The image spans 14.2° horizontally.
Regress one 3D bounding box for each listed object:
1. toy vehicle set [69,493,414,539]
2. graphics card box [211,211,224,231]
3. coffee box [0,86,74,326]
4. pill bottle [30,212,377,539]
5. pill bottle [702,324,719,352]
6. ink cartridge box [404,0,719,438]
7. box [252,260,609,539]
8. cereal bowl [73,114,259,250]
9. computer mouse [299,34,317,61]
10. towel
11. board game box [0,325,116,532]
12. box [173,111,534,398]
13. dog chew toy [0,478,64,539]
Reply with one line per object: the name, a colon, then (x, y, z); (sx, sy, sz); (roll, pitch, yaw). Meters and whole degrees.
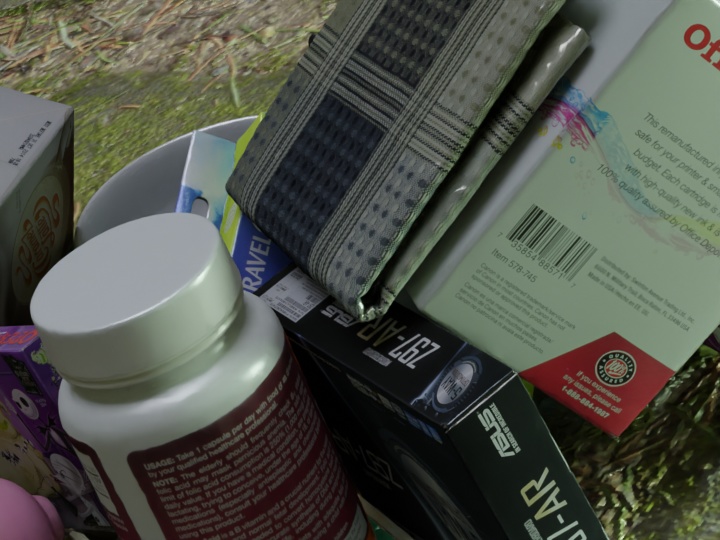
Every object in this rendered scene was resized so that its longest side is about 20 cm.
toy vehicle set: (-0.056, 0.150, 1.479); (0.124, 0.027, 0.200); (-32, 29, -16)
graphics card box: (-0.041, 0.023, 1.531); (0.200, 0.126, 0.051); (-34, -7, -29)
coffee box: (-0.220, 0.006, 1.652); (0.080, 0.200, 0.114); (16, 39, 14)
pill bottle: (-0.075, 0.080, 1.370); (0.114, 0.200, 0.114); (-17, 29, 10)
pill bottle: (0.192, -0.017, 1.490); (0.112, 0.112, 0.200); (-33, 29, -18)
ink cartridge box: (0.116, -0.057, 1.387); (0.200, 0.145, 0.145); (-49, 32, 11)
box: (0.039, 0.087, 1.372); (0.044, 0.160, 0.200); (-38, 32, -14)
cereal bowl: (-0.062, -0.006, 1.677); (0.200, 0.083, 0.200); (-10, 35, 7)
computer mouse: (0.045, -0.060, 1.615); (0.044, 0.200, 0.110); (-53, 16, -4)
towel: (0.024, -0.087, 1.379); (0.200, 0.035, 0.193); (-57, 28, 4)
board game box: (-0.189, 0.085, 1.549); (0.032, 0.120, 0.200); (-36, 17, -30)
box: (0.000, 0.000, 1.501); (0.048, 0.200, 0.122); (134, 152, -58)
dog chew toy: (-0.244, 0.173, 1.491); (0.200, 0.125, 0.124); (-26, 27, -24)
